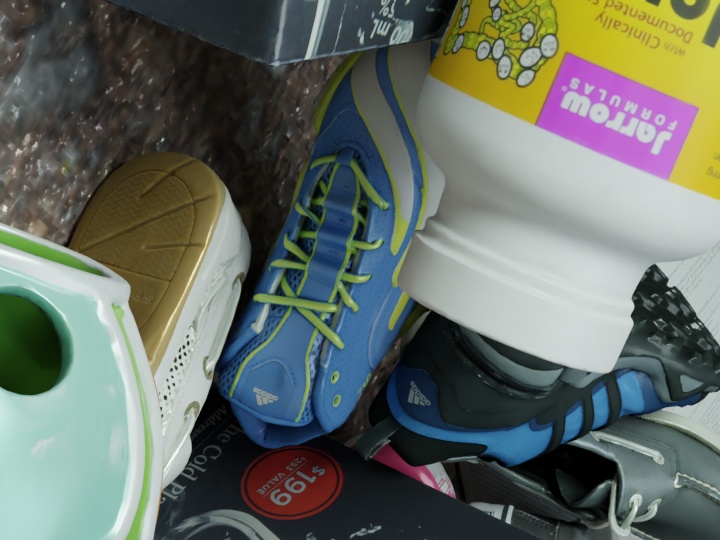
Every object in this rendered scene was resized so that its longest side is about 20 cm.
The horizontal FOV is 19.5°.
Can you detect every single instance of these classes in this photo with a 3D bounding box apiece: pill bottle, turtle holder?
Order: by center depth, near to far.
[{"bbox_3d":[-0.143,0.043,0.590,0.141,0.185,0.132,-100,-148,-86],"label":"turtle holder"},{"bbox_3d":[0.082,-0.074,0.637,0.104,0.104,0.200,9,105,-59],"label":"pill bottle"}]

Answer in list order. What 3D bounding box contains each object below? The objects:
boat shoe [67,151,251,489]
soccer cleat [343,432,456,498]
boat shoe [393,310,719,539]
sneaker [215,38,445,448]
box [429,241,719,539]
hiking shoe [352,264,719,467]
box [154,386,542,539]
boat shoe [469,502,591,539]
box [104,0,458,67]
[{"bbox_3d":[-0.090,0.060,0.727,0.200,0.071,0.069,-61,149,-12],"label":"boat shoe"},{"bbox_3d":[0.018,0.134,0.970,0.086,0.070,0.200,-59,156,-46],"label":"soccer cleat"},{"bbox_3d":[0.097,0.089,0.908,0.200,0.073,0.062,31,44,-21],"label":"boat shoe"},{"bbox_3d":[0.000,0.000,0.754,0.200,0.076,0.105,112,0,-53],"label":"sneaker"},{"bbox_3d":[0.113,0.038,1.010,0.124,0.097,0.200,-47,145,-29],"label":"box"},{"bbox_3d":[0.075,0.036,0.834,0.087,0.074,0.200,-44,152,24],"label":"hiking shoe"},{"bbox_3d":[-0.039,0.166,0.772,0.200,0.182,0.104,-44,144,-35],"label":"box"},{"bbox_3d":[0.090,0.155,0.994,0.199,0.068,0.074,74,20,-61],"label":"boat shoe"},{"bbox_3d":[0.003,-0.183,0.658,0.200,0.124,0.197,-18,127,-52],"label":"box"}]
